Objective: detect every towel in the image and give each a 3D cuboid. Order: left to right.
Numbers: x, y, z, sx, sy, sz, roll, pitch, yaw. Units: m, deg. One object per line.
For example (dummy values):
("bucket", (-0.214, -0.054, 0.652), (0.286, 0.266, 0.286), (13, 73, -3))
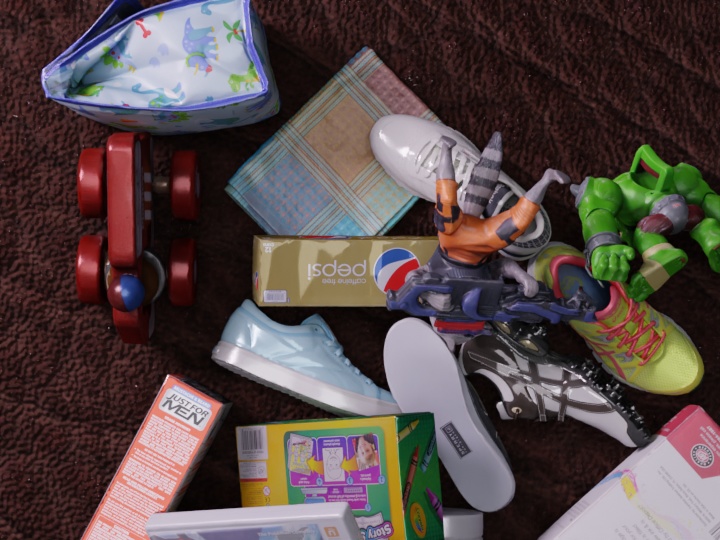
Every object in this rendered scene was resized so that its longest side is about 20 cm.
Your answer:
("towel", (-0.015, -0.099, 1.610), (0.200, 0.022, 0.147), (-45, 88, -2))

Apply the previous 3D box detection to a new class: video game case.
("video game case", (-0.073, 0.285, 1.479), (0.199, 0.023, 0.183), (-7, 121, 25))

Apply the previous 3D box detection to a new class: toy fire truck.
("toy fire truck", (-0.210, -0.030, 1.527), (0.111, 0.168, 0.201), (2, 99, 1))

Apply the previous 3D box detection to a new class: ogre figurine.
("ogre figurine", (0.282, -0.047, 1.552), (0.199, 0.098, 0.120), (-21, 55, -10))

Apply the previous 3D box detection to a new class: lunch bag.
("lunch bag", (-0.183, -0.184, 1.542), (0.199, 0.170, 0.128), (-14, 87, 2))

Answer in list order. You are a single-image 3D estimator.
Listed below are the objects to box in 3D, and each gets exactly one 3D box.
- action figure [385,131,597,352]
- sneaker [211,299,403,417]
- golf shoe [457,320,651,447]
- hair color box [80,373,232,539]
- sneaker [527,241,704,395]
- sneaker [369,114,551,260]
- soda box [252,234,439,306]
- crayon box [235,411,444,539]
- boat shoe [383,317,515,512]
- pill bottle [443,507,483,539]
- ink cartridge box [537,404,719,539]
("action figure", (0.122, -0.015, 1.496), (0.199, 0.105, 0.194), (11, 116, -18))
("sneaker", (-0.036, 0.085, 1.575), (0.199, 0.074, 0.082), (23, 81, -4))
("golf shoe", (0.181, 0.116, 1.576), (0.200, 0.078, 0.095), (38, 99, 9))
("hair color box", (-0.195, 0.198, 1.551), (0.064, 0.111, 0.201), (29, 87, 2))
("sneaker", (0.240, 0.049, 1.564), (0.200, 0.090, 0.078), (37, 88, 2))
("sneaker", (0.096, -0.087, 1.561), (0.200, 0.080, 0.077), (33, 90, 6))
("soda box", (0.000, 0.000, 1.563), (0.199, 0.068, 0.064), (1, 95, -9))
("crayon box", (-0.022, 0.195, 1.521), (0.199, 0.058, 0.119), (-7, 86, 39))
("boat shoe", (0.083, 0.134, 1.566), (0.068, 0.057, 0.201), (-27, 94, 12))
("pill bottle", (0.070, 0.323, 1.540), (0.112, 0.112, 0.201), (1, 87, 1))
("ink cartridge box", (0.286, 0.244, 1.555), (0.200, 0.086, 0.148), (-41, 88, 0))
